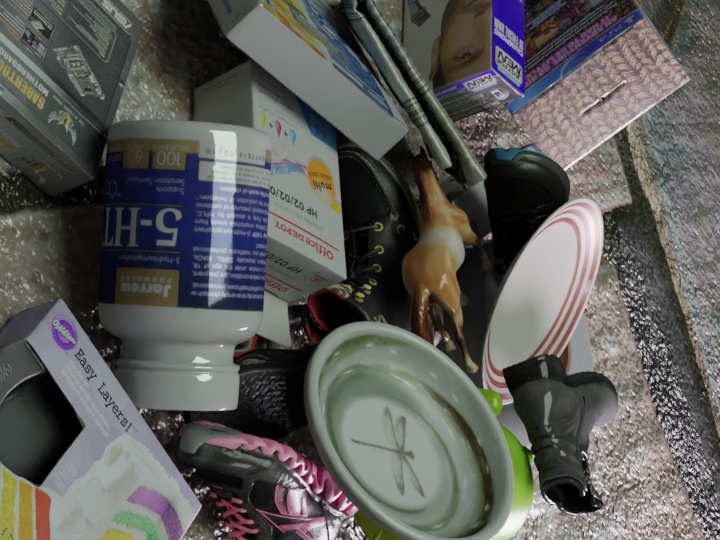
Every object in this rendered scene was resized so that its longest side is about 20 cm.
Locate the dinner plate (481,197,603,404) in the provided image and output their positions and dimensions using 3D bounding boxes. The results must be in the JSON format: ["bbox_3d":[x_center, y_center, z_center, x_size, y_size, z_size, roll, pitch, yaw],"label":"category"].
[{"bbox_3d":[0.157,0.025,1.605,0.200,0.024,0.201,-43,147,-37],"label":"dinner plate"}]

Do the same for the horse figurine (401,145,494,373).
[{"bbox_3d":[0.069,0.002,1.532,0.200,0.050,0.133,-74,145,-46],"label":"horse figurine"}]

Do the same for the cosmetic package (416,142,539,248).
[{"bbox_3d":[0.104,-0.064,1.715,0.200,0.082,0.051,-36,103,-56],"label":"cosmetic package"}]

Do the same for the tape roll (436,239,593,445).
[{"bbox_3d":[0.148,0.068,1.733,0.200,0.066,0.201,28,53,-46],"label":"tape roll"}]

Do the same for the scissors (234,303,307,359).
[{"bbox_3d":[-0.074,0.045,1.463,0.200,0.014,0.073,16,55,-55],"label":"scissors"}]

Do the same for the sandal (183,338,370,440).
[{"bbox_3d":[-0.064,0.090,1.409,0.200,0.048,0.076,-16,124,-40],"label":"sandal"}]

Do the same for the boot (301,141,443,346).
[{"bbox_3d":[0.000,0.000,1.534,0.151,0.073,0.201,-39,115,-61],"label":"boot"}]

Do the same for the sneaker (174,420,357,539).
[{"bbox_3d":[-0.074,0.178,1.348,0.200,0.079,0.096,36,74,-48],"label":"sneaker"}]

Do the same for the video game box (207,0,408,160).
[{"bbox_3d":[-0.060,-0.203,1.498,0.200,0.047,0.182,36,16,-42],"label":"video game box"}]

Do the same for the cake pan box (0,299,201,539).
[{"bbox_3d":[-0.207,0.144,1.188,0.200,0.052,0.184,60,33,-19],"label":"cake pan box"}]

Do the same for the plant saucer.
[{"bbox_3d":[0.029,0.135,1.384,0.200,0.050,0.201,27,40,-26],"label":"plant saucer"}]

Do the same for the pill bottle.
[{"bbox_3d":[-0.127,-0.003,1.288,0.119,0.119,0.201,5,87,-55],"label":"pill bottle"}]

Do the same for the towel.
[{"bbox_3d":[0.039,-0.160,1.612,0.200,0.034,0.193,56,0,-9],"label":"towel"}]

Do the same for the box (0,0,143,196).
[{"bbox_3d":[-0.249,-0.175,1.272,0.200,0.048,0.159,44,44,-37],"label":"box"}]

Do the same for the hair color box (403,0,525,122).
[{"bbox_3d":[0.102,-0.251,1.771,0.065,0.109,0.201,32,50,-45],"label":"hair color box"}]

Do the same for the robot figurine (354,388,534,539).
[{"bbox_3d":[0.069,0.183,1.516,0.200,0.115,0.176,3,94,-55],"label":"robot figurine"}]

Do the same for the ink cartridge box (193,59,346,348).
[{"bbox_3d":[-0.072,-0.052,1.448,0.115,0.068,0.201,28,49,-47],"label":"ink cartridge box"}]

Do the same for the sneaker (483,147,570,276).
[{"bbox_3d":[0.152,-0.037,1.622,0.200,0.073,0.082,62,40,-54],"label":"sneaker"}]

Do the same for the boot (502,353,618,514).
[{"bbox_3d":[0.188,0.157,1.604,0.200,0.070,0.132,19,52,-57],"label":"boot"}]

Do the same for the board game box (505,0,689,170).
[{"bbox_3d":[0.213,-0.228,1.817,0.097,0.159,0.200,43,18,-37],"label":"board game box"}]
